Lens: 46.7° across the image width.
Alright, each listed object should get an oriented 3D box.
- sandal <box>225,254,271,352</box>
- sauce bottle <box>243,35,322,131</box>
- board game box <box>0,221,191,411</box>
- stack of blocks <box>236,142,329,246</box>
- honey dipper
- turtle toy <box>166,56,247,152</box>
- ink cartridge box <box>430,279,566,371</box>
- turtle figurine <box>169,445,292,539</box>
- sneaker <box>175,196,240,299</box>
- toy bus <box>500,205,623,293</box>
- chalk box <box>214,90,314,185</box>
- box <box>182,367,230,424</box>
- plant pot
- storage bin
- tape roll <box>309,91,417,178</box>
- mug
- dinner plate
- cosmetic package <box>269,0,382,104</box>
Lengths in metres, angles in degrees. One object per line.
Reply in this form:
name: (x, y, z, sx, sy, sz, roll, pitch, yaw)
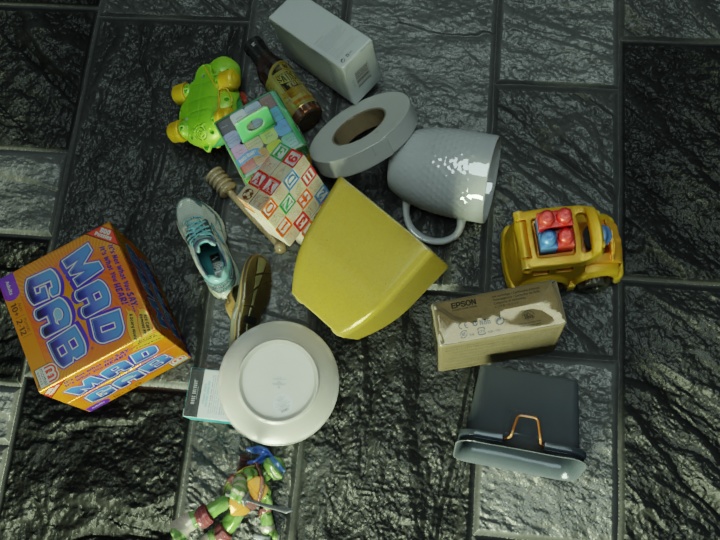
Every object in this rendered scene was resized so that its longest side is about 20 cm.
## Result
sandal: (-0.202, 0.068, 1.419, 0.053, 0.080, 0.203, 5, 77, 27)
sauce bottle: (-0.148, -0.349, 1.539, 0.066, 0.066, 0.201, -36, 75, -6)
board game box: (-0.427, 0.082, 1.362, 0.198, 0.200, 0.202, -28, 72, -4)
stack of blocks: (-0.108, -0.104, 1.386, 0.058, 0.200, 0.116, 30, 78, 32)
honey dipper: (-0.202, -0.103, 1.486, 0.038, 0.038, 0.200, -40, 77, -8)
turtle toy: (-0.263, -0.304, 1.515, 0.144, 0.101, 0.203, -7, 68, 27)
ink cartridge box: (0.213, 0.091, 1.321, 0.197, 0.165, 0.076, -11, 70, 1)
turtle figurine: (-0.180, 0.387, 1.278, 0.193, 0.144, 0.201, -35, 70, -2)
sneaker: (-0.266, -0.052, 1.447, 0.077, 0.086, 0.202, -29, 73, -5)
toy bus: (0.334, -0.048, 1.341, 0.197, 0.192, 0.138, -6, 71, 1)
chalk box: (-0.162, -0.209, 1.426, 0.123, 0.200, 0.125, -29, 73, -4)
box: (-0.187, 0.215, 1.378, 0.197, 0.049, 0.084, 6, 73, 7)
plant pot: (0.000, 0.000, 1.363, 0.194, 0.195, 0.201, 40, 95, 15)
storage bin: (0.252, 0.230, 1.298, 0.197, 0.146, 0.136, 8, 64, 7)
tape roll: (0.005, -0.236, 1.441, 0.200, 0.037, 0.204, -23, 33, 15)
mug: (0.136, -0.144, 1.423, 0.173, 0.148, 0.203, 12, 105, 14)
dinner plate: (-0.132, 0.179, 1.343, 0.197, 0.024, 0.203, 0, 75, -2)
cosmetic package: (-0.063, -0.404, 1.509, 0.081, 0.113, 0.200, -45, 66, -9)
